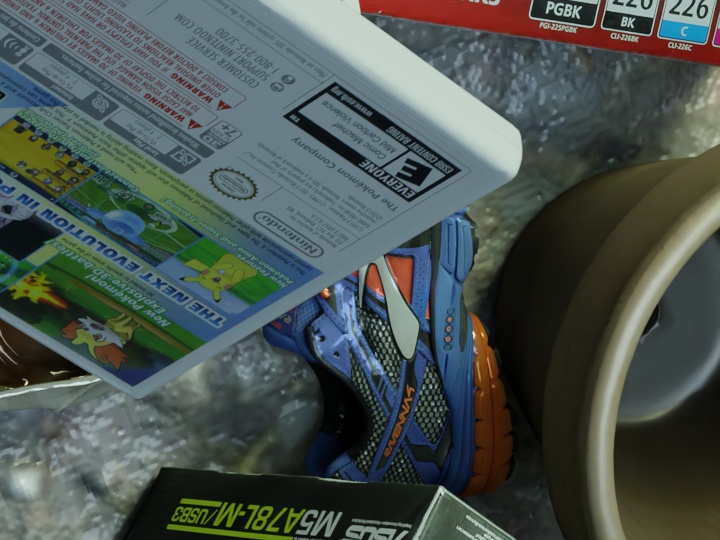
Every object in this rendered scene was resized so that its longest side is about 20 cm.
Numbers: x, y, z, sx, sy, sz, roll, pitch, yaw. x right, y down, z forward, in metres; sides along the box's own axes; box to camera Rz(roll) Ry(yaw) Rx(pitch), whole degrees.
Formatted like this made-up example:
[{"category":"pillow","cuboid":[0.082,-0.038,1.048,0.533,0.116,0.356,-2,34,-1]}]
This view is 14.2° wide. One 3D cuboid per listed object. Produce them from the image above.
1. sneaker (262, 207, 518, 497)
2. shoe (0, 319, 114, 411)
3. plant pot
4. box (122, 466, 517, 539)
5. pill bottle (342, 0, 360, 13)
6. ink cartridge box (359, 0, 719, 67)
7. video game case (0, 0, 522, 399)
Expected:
[{"category":"sneaker","cuboid":[0.000,0.000,1.046,0.078,0.075,0.200,-19,108,-14]},{"category":"shoe","cuboid":[-0.162,0.013,0.992,0.200,0.053,0.070,6,101,-23]},{"category":"plant pot","cuboid":[0.135,0.031,1.051,0.200,0.175,0.201,-6,106,-20]},{"category":"box","cuboid":[0.037,0.139,1.028,0.200,0.193,0.048,37,72,-27]},{"category":"pill bottle","cuboid":[-0.067,-0.094,0.910,0.112,0.112,0.200,-39,135,-9]},{"category":"ink cartridge box","cuboid":[0.081,-0.169,1.029,0.200,0.084,0.176,6,100,-23]},{"category":"video game case","cuboid":[-0.084,-0.047,0.866,0.200,0.182,0.022,34,45,-29]}]
